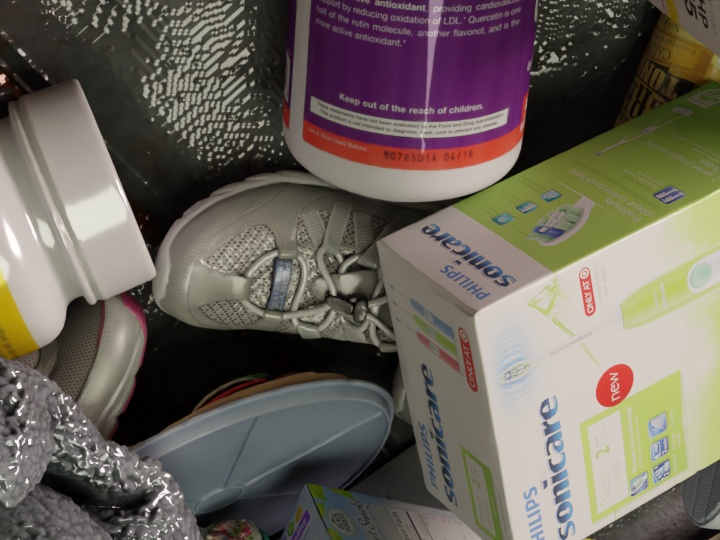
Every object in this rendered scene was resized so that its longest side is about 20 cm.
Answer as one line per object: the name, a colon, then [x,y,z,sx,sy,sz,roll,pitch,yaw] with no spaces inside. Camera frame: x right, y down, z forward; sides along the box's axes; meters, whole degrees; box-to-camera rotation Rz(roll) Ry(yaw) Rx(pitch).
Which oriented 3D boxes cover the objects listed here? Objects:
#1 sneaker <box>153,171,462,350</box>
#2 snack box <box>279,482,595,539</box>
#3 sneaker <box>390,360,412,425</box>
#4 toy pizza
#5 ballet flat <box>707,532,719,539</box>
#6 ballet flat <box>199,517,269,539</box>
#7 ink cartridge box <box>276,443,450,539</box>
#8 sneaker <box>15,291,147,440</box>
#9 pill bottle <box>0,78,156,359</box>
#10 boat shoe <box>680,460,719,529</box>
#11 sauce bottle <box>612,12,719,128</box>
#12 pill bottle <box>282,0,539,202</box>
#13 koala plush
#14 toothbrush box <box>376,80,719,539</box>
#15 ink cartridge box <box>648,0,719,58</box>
sneaker: [0.000,0.000,0.821,0.199,0.082,0.075,-4,118,-23]
snack box: [0.034,0.209,0.876,0.199,0.068,0.169,15,111,-28]
sneaker: [0.114,0.055,0.910,0.199,0.082,0.075,-8,121,-16]
toy pizza: [-0.076,0.102,0.857,0.199,0.032,0.200,-22,156,-10]
ballet flat: [0.226,0.177,1.036,0.199,0.069,0.070,-27,125,-11]
ballet flat: [-0.116,0.193,0.878,0.064,0.076,0.200,13,134,-31]
ink cartridge box: [0.003,0.211,0.957,0.200,0.085,0.145,-34,124,2]
sneaker: [-0.191,0.068,0.803,0.200,0.081,0.088,-37,126,2]
pill bottle: [-0.198,-0.003,0.740,0.199,0.114,0.115,-22,124,-7]
boat shoe: [0.244,0.061,0.969,0.062,0.072,0.201,11,112,-23]
sauce bottle: [0.160,-0.066,0.867,0.064,0.065,0.201,9,113,-25]
pill bottle: [0.025,-0.139,0.745,0.112,0.113,0.201,-5,121,-18]
koala plush: [-0.152,0.176,0.701,0.177,0.201,0.184,-35,126,30]
toothbrush box: [0.121,0.022,0.791,0.199,0.086,0.146,-24,124,-20]
ink cartridge box: [0.180,-0.196,0.717,0.145,0.200,0.147,-20,123,-9]
